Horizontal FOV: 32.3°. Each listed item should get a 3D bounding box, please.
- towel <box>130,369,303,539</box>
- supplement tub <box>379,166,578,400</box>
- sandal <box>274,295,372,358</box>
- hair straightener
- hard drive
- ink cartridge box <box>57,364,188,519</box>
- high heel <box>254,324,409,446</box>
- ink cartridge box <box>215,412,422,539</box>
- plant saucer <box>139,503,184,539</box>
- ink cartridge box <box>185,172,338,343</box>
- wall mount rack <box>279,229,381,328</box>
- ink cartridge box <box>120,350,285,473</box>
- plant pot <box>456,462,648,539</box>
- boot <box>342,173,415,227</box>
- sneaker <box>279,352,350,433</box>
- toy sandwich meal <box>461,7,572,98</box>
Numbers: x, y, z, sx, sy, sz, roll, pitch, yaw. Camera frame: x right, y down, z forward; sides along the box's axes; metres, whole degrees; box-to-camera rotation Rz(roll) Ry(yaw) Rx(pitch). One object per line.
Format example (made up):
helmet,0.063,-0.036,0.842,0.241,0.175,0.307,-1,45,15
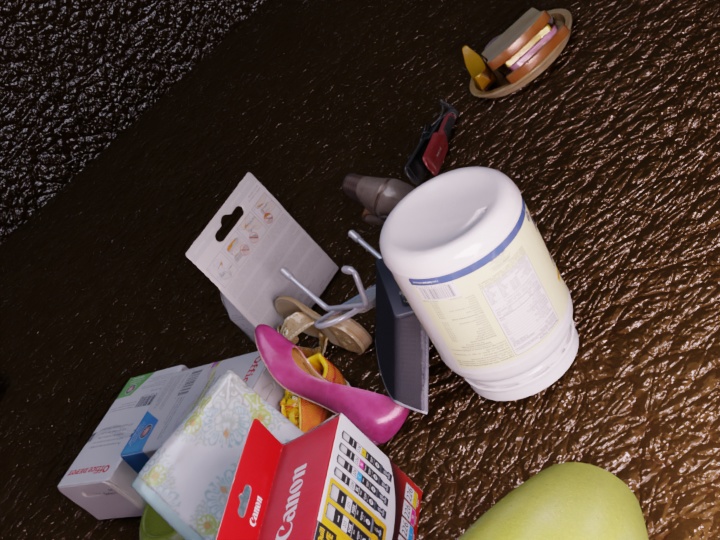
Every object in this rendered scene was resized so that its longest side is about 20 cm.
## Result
towel,-0.129,0.230,1.344,0.200,0.048,0.171,38,80,23
supplement tub,0.121,0.016,1.212,0.145,0.200,0.145,-22,33,15
sandal,-0.072,0.087,1.594,0.070,0.078,0.212,-50,29,-19
hair straightener,0.096,-0.191,1.836,0.077,0.041,0.200,-27,28,33
hard drive,0.044,0.063,1.373,0.042,0.135,0.200,-2,19,-5
ink cartridge box,-0.304,0.238,1.704,0.146,0.084,0.200,-16,36,48
high heel,-0.034,0.114,1.376,0.096,0.067,0.200,-45,65,12
ink cartridge box,-0.035,0.240,1.145,0.084,0.176,0.200,-31,27,28
plant saucer,-0.209,0.280,1.548,0.200,0.031,0.200,-36,25,19
ink cartridge box,-0.142,-0.008,1.709,0.050,0.200,0.162,-10,40,53
wall mount rack,0.000,0.000,1.547,0.200,0.075,0.174,-29,12,-30
ink cartridge box,-0.173,0.184,1.511,0.200,0.085,0.145,-18,31,39
plant pot,0.140,0.236,0.902,0.187,0.187,0.200,-27,13,34
boot,0.069,-0.072,1.614,0.146,0.200,0.070,25,93,30
sneaker,-0.070,0.181,1.432,0.073,0.077,0.200,-27,30,30
toy sandwich meal,0.225,-0.332,1.828,0.205,0.070,0.205,-35,24,19
